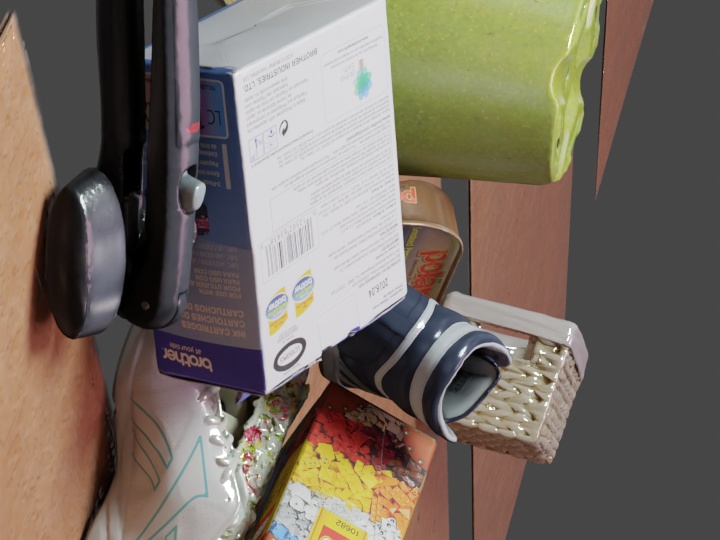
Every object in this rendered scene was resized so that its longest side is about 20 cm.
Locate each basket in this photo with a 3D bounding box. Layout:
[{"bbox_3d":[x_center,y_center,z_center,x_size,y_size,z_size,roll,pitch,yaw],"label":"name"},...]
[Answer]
[{"bbox_3d":[0.142,0.110,2.265,0.200,0.134,0.124,49,56,-76],"label":"basket"}]

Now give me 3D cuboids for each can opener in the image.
[{"bbox_3d":[-0.099,-0.066,1.064,0.079,0.063,0.202,-43,143,-70],"label":"can opener"}]

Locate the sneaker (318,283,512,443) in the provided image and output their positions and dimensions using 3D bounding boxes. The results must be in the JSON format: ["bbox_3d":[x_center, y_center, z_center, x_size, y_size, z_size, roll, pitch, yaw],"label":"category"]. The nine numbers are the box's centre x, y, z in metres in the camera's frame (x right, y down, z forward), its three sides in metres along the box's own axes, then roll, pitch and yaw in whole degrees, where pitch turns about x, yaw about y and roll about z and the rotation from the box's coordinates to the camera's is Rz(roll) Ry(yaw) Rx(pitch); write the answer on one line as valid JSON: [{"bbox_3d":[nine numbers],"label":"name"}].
[{"bbox_3d":[0.034,0.056,1.371,0.070,0.108,0.200,-55,166,-7],"label":"sneaker"}]

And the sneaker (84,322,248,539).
[{"bbox_3d":[-0.093,0.096,1.225,0.070,0.080,0.202,-10,110,-76],"label":"sneaker"}]

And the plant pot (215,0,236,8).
[{"bbox_3d":[-0.055,-0.233,1.202,0.200,0.027,0.202,13,90,-79],"label":"plant pot"}]

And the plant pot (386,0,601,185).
[{"bbox_3d":[0.045,-0.133,1.404,0.200,0.183,0.202,13,90,-79],"label":"plant pot"}]

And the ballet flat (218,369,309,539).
[{"bbox_3d":[-0.076,0.086,1.343,0.064,0.075,0.201,51,36,-31],"label":"ballet flat"}]

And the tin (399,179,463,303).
[{"bbox_3d":[0.000,0.000,1.447,0.200,0.111,0.042,111,-25,-63],"label":"tin"}]

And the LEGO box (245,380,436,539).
[{"bbox_3d":[-0.046,0.187,1.366,0.200,0.077,0.149,-55,-172,44],"label":"LEGO box"}]

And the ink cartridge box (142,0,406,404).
[{"bbox_3d":[-0.044,-0.029,1.171,0.136,0.076,0.202,-33,124,-48],"label":"ink cartridge box"}]
